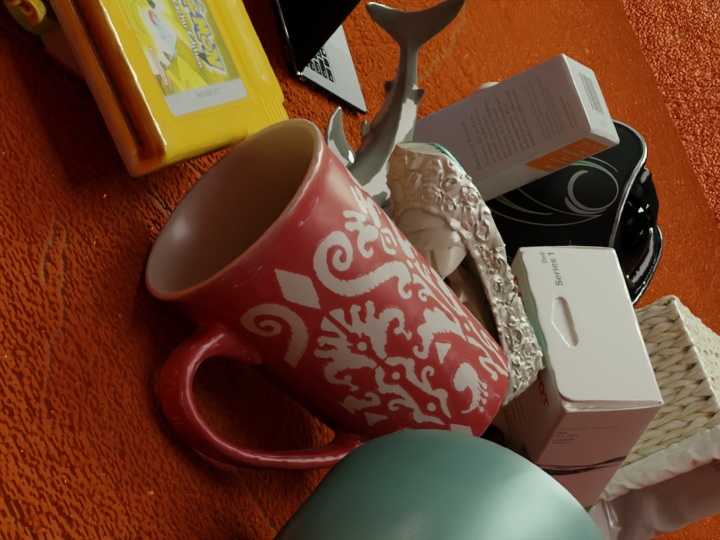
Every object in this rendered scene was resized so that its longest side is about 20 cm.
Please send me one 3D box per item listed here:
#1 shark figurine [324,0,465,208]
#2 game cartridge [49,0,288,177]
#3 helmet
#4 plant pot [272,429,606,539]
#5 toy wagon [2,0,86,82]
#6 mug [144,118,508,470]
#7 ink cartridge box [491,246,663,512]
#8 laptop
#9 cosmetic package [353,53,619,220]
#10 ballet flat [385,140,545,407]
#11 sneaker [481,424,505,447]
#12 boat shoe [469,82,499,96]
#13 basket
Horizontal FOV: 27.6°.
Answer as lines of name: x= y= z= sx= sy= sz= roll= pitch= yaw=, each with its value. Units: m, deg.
shark figurine: x=0.029 y=-0.093 z=1.097 sx=0.215 sy=0.089 sz=0.128 roll=-63 pitch=150 yaw=-16
game cartridge: x=-0.118 y=-0.154 z=0.878 sx=0.177 sy=0.032 sz=0.200 roll=66 pitch=23 yaw=-4
helmet: x=0.170 y=-0.051 z=1.347 sx=0.200 sy=0.190 sz=0.201 roll=-34 pitch=131 yaw=-52
plant pot: x=0.017 y=0.204 z=0.742 sx=0.161 sy=0.200 sz=0.201 roll=-32 pitch=98 yaw=-57
toy wagon: x=-0.170 y=-0.177 z=0.874 sx=0.156 sy=0.039 sz=0.200 roll=63 pitch=23 yaw=-10
mug: x=-0.027 y=0.040 z=0.876 sx=0.200 sy=0.178 sz=0.133 roll=44 pitch=1 yaw=-28
ink cartridge box: x=0.146 y=0.095 z=1.131 sx=0.200 sy=0.084 sz=0.146 roll=110 pitch=-26 yaw=-52
laptop: x=-0.019 y=-0.256 z=1.203 sx=0.200 sy=0.116 sz=0.188 roll=21 pitch=51 yaw=-61
cosmetic package: x=0.104 y=-0.103 z=1.223 sx=0.101 sy=0.199 sz=0.071 roll=1 pitch=68 yaw=-66
ballet flat: x=0.068 y=0.009 z=0.989 sx=0.200 sy=0.072 sz=0.072 roll=62 pitch=22 yaw=-20
sneaker: x=0.074 y=0.179 z=1.059 sx=0.199 sy=0.076 sz=0.115 roll=-94 pitch=179 yaw=-76
boat shoe: x=0.177 y=-0.119 z=1.588 sx=0.200 sy=0.072 sz=0.063 roll=55 pitch=21 yaw=-39
basket: x=0.258 y=0.146 z=1.345 sx=0.198 sy=0.200 sz=0.161 roll=32 pitch=38 yaw=-56
